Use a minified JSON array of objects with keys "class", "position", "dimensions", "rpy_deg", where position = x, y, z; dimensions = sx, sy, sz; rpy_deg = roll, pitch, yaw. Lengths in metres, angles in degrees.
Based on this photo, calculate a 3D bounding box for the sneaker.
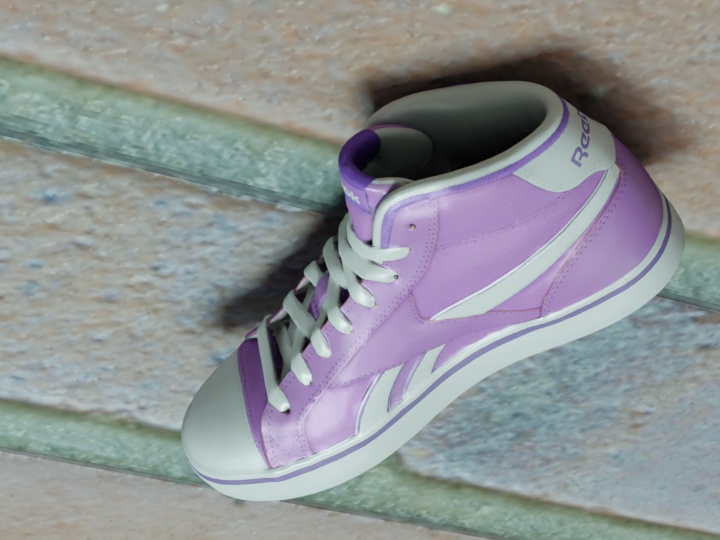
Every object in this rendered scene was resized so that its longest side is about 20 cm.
[{"class":"sneaker","position":[0.000,-0.001,0.883],"dimensions":[0.200,0.073,0.114],"rpy_deg":[-33,137,17]}]
